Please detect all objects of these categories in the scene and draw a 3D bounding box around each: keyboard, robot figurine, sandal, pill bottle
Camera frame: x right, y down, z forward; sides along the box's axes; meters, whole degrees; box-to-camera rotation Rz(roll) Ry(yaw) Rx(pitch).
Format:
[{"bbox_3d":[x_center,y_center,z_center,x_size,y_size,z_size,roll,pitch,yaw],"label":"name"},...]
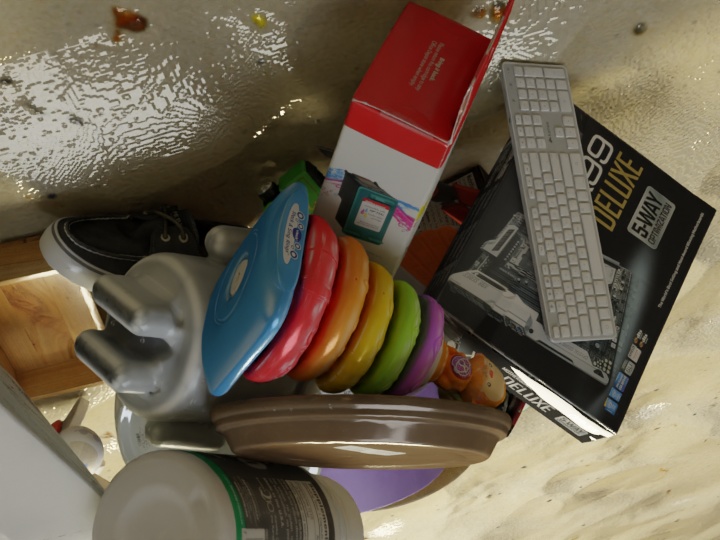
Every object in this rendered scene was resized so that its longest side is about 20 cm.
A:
[{"bbox_3d":[0.137,-0.050,0.853,0.056,0.202,0.011,-3,166,-21],"label":"keyboard"},{"bbox_3d":[-0.100,0.050,0.864,0.199,0.113,0.171,7,111,-46],"label":"robot figurine"},{"bbox_3d":[0.022,0.020,0.884,0.205,0.080,0.059,-8,162,-27],"label":"sandal"},{"bbox_3d":[-0.084,0.187,0.859,0.112,0.114,0.200,-28,158,20],"label":"pill bottle"}]

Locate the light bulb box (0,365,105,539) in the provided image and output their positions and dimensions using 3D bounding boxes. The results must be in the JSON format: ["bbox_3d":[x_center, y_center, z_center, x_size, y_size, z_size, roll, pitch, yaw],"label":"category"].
[{"bbox_3d":[-0.292,0.113,0.829,0.125,0.200,0.199,-44,135,-12],"label":"light bulb box"}]

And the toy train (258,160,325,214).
[{"bbox_3d":[0.000,0.000,0.930,0.056,0.042,0.200,-37,112,10],"label":"toy train"}]

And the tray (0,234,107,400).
[{"bbox_3d":[-0.253,0.041,0.973,0.098,0.037,0.201,-13,151,-7],"label":"tray"}]

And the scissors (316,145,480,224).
[{"bbox_3d":[0.066,-0.062,0.912,0.199,0.014,0.073,35,101,-12],"label":"scissors"}]

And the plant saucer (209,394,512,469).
[{"bbox_3d":[0.000,0.108,0.802,0.198,0.030,0.200,2,165,0],"label":"plant saucer"}]

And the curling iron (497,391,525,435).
[{"bbox_3d":[0.163,0.067,1.111,0.025,0.201,0.050,20,152,27],"label":"curling iron"}]

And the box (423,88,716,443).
[{"bbox_3d":[0.148,-0.005,0.878,0.157,0.201,0.050,35,156,-8],"label":"box"}]

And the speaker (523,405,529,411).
[{"bbox_3d":[0.127,0.075,1.182,0.088,0.089,0.200,-20,152,6],"label":"speaker"}]

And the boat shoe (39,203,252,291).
[{"bbox_3d":[-0.137,-0.017,0.905,0.199,0.070,0.066,15,124,-41],"label":"boat shoe"}]

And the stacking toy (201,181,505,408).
[{"bbox_3d":[0.010,0.042,0.770,0.199,0.117,0.110,25,135,-18],"label":"stacking toy"}]

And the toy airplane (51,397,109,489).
[{"bbox_3d":[-0.262,0.178,1.065,0.199,0.200,0.141,-6,145,-51],"label":"toy airplane"}]

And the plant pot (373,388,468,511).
[{"bbox_3d":[0.024,0.163,1.212,0.198,0.200,0.028,-17,116,0],"label":"plant pot"}]

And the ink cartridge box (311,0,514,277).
[{"bbox_3d":[0.026,-0.085,0.787,0.067,0.117,0.201,24,135,2],"label":"ink cartridge box"}]

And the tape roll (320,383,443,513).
[{"bbox_3d":[-0.025,0.142,1.106,0.198,0.086,0.200,-8,-167,2],"label":"tape roll"}]

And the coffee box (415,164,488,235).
[{"bbox_3d":[0.043,0.009,1.024,0.199,0.080,0.113,-26,147,16],"label":"coffee box"}]

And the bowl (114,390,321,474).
[{"bbox_3d":[-0.133,0.125,0.994,0.200,0.202,0.090,-34,169,30],"label":"bowl"}]
